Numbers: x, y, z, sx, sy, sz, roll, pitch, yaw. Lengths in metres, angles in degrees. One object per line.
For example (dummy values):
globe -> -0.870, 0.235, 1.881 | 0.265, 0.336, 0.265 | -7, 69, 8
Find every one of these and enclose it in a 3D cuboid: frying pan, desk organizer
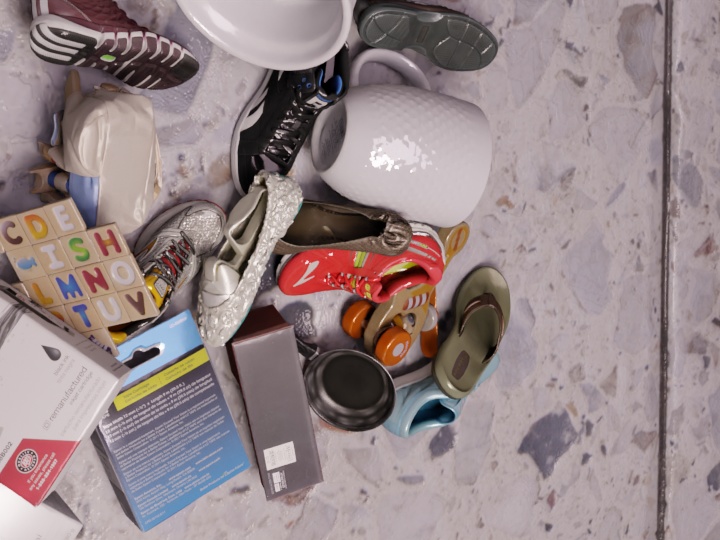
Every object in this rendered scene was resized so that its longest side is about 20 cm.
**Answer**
frying pan -> -0.046, 0.124, 1.350 | 0.188, 0.031, 0.116 | 24, 121, 1
desk organizer -> -0.101, 0.148, 1.297 | 0.071, 0.077, 0.203 | -16, 113, -15

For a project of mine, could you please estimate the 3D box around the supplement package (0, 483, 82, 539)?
supplement package -> -0.396, 0.236, 1.108 | 0.199, 0.119, 0.122 | 38, 80, -31

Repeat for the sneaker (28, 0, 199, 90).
sneaker -> -0.245, -0.257, 1.141 | 0.199, 0.075, 0.117 | 9, 62, -53

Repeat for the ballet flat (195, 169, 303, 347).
ballet flat -> -0.133, -0.019, 1.221 | 0.071, 0.071, 0.202 | 30, 86, -32

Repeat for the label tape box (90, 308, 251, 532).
label tape box -> -0.220, 0.157, 1.236 | 0.142, 0.066, 0.203 | -28, 111, -24

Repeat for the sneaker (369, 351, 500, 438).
sneaker -> 0.109, 0.157, 1.418 | 0.198, 0.082, 0.075 | -26, 135, -26

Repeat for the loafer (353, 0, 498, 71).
loafer -> 0.077, -0.289, 1.338 | 0.198, 0.063, 0.072 | 7, 132, -35

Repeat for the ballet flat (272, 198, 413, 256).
ballet flat -> -0.040, -0.048, 1.261 | 0.196, 0.046, 0.069 | 7, 76, 6

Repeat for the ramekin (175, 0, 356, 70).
ramekin -> -0.088, -0.310, 1.152 | 0.200, 0.199, 0.099 | 44, 52, -29

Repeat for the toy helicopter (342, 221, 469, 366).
toy helicopter -> 0.076, 0.029, 1.384 | 0.202, 0.079, 0.132 | -58, 145, 3

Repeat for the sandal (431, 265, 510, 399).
sandal -> 0.149, 0.075, 1.411 | 0.079, 0.057, 0.202 | 36, 48, -12

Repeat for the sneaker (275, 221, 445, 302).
sneaker -> 0.000, 0.000, 1.293 | 0.196, 0.086, 0.078 | -12, 140, 2

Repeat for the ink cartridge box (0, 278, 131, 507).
ink cartridge box -> -0.341, 0.103, 1.080 | 0.199, 0.083, 0.148 | 34, 89, -3

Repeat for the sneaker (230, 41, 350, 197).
sneaker -> -0.074, -0.168, 1.236 | 0.072, 0.111, 0.203 | 20, 88, -31

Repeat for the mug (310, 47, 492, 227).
mug -> 0.037, -0.161, 1.302 | 0.173, 0.147, 0.203 | 10, 65, -29

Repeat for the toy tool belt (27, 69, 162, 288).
toy tool belt -> -0.268, -0.089, 1.145 | 0.124, 0.122, 0.203 | -10, 116, -41

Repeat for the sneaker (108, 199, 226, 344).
sneaker -> -0.211, 0.008, 1.202 | 0.200, 0.082, 0.078 | -48, 119, -16

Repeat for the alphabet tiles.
alphabet tiles -> -0.295, 0.018, 1.107 | 0.169, 0.197, 0.008 | 68, 27, -22
